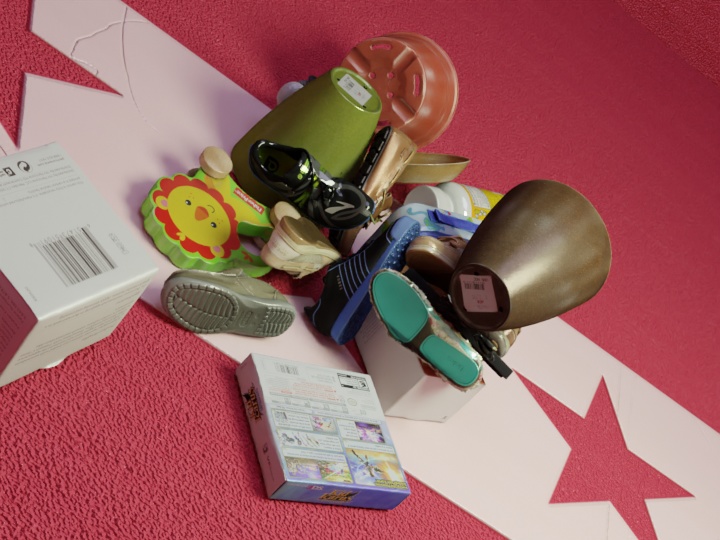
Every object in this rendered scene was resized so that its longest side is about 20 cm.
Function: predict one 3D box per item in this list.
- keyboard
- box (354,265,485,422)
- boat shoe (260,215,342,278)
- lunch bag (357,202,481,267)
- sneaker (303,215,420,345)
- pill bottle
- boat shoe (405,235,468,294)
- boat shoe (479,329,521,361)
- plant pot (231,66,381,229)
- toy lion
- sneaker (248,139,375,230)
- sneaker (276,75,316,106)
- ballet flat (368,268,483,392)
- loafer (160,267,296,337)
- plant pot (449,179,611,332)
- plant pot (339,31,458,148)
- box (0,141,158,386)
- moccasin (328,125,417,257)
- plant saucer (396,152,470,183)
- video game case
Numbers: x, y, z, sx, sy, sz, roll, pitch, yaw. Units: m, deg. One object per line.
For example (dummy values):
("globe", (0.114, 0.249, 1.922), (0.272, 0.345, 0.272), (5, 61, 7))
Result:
("keyboard", (0.131, 0.073, 1.648), (0.200, 0.021, 0.127), (45, -6, 0))
("box", (0.072, 0.099, 1.713), (0.123, 0.098, 0.202), (12, 44, -40))
("boat shoe", (-0.082, -0.026, 1.646), (0.072, 0.065, 0.200), (46, 9, 12))
("lunch bag", (0.102, -0.020, 1.823), (0.198, 0.161, 0.083), (12, 44, -41))
("sneaker", (0.000, 0.000, 1.663), (0.078, 0.201, 0.070), (35, -1, 25))
("pill bottle", (0.166, -0.084, 2.015), (0.198, 0.113, 0.114), (9, 45, -43))
("boat shoe", (0.125, -0.015, 1.708), (0.200, 0.073, 0.070), (35, 61, -54))
("boat shoe", (0.177, 0.089, 1.773), (0.072, 0.199, 0.076), (-41, 104, -18))
("plant pot", (-0.062, -0.195, 1.799), (0.186, 0.200, 0.188), (28, 34, -21))
("toy lion", (-0.193, -0.061, 1.643), (0.199, 0.069, 0.193), (37, 40, -12))
("sneaker", (-0.073, -0.119, 1.690), (0.198, 0.071, 0.083), (30, -9, 7))
("sneaker", (-0.090, -0.268, 1.954), (0.114, 0.075, 0.200), (57, 13, 31))
("ballet flat", (0.083, 0.081, 1.610), (0.200, 0.075, 0.064), (49, 3, 2))
("loafer", (-0.174, 0.036, 1.547), (0.198, 0.076, 0.070), (18, 28, -43))
("plant pot", (0.206, -0.001, 1.618), (0.187, 0.187, 0.199), (49, 42, 9))
("plant pot", (0.052, -0.298, 1.995), (0.201, 0.201, 0.195), (46, 12, 5))
("box", (-0.363, -0.010, 1.317), (0.200, 0.131, 0.198), (49, 32, 9))
("moccasin", (0.019, -0.107, 1.765), (0.077, 0.073, 0.203), (33, 73, -21))
("plant saucer", (0.081, -0.168, 2.003), (0.197, 0.036, 0.200), (2, 11, 0))
("video game case", (-0.047, 0.201, 1.511), (0.198, 0.045, 0.183), (15, 41, -38))
